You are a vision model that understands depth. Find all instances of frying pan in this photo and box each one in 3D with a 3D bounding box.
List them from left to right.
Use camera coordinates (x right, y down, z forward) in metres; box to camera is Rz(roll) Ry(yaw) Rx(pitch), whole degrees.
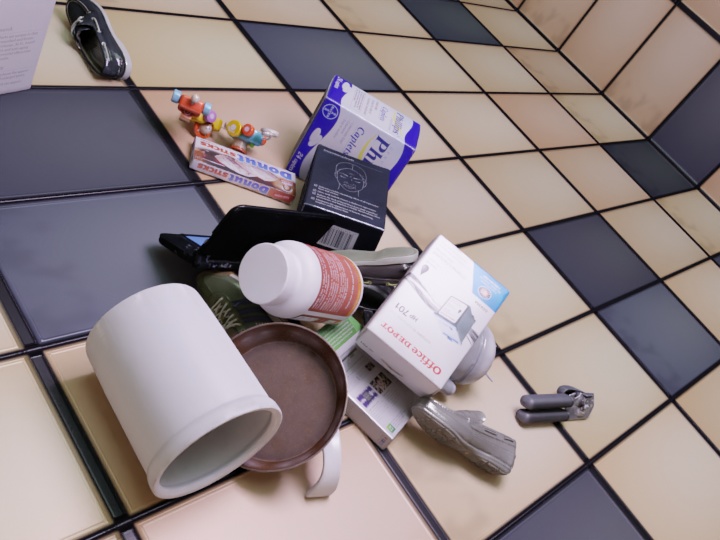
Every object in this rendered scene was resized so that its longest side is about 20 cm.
[{"bbox_3d":[0.025,0.061,1.285,0.114,0.031,0.190,0,35,-26],"label":"frying pan"}]

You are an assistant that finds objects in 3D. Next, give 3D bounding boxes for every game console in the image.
[{"bbox_3d":[-0.172,-0.062,1.154,0.199,0.117,0.176,3,18,-47],"label":"game console"}]

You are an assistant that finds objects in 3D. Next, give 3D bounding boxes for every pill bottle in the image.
[{"bbox_3d":[-0.087,0.017,1.121,0.112,0.112,0.200,55,17,23],"label":"pill bottle"}]

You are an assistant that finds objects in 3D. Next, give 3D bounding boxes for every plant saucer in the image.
[{"bbox_3d":[-0.113,0.168,1.008,0.199,0.035,0.201,-3,65,7],"label":"plant saucer"}]

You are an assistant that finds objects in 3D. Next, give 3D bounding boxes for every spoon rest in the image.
[{"bbox_3d":[-0.063,0.202,1.042,0.099,0.061,0.201,7,56,-36],"label":"spoon rest"}]

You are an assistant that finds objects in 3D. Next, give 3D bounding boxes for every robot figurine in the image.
[{"bbox_3d":[0.144,0.122,1.281,0.199,0.113,0.170,24,68,-17],"label":"robot figurine"}]

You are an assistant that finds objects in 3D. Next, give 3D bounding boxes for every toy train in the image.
[{"bbox_3d":[-0.255,-0.258,1.378,0.199,0.056,0.150,21,-3,-22],"label":"toy train"}]

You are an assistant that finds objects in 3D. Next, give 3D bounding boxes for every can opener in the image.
[{"bbox_3d":[0.351,0.243,1.387,0.199,0.054,0.067,5,14,-35],"label":"can opener"}]

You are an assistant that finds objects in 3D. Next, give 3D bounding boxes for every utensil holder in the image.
[{"bbox_3d":[-0.217,0.141,0.922,0.169,0.170,0.200,-10,54,-45],"label":"utensil holder"}]

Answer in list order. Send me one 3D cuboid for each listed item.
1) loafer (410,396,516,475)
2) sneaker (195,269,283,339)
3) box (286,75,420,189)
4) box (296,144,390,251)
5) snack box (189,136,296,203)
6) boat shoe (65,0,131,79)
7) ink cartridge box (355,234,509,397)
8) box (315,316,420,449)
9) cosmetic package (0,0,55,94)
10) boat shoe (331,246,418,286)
[{"bbox_3d":[0.162,0.245,1.180,0.200,0.070,0.070,37,62,-21],"label":"loafer"},{"bbox_3d":[-0.174,0.079,1.103,0.200,0.067,0.090,43,31,3],"label":"sneaker"},{"bbox_3d":[-0.014,-0.240,1.489,0.199,0.184,0.105,27,36,-12],"label":"box"},{"bbox_3d":[-0.036,-0.115,1.382,0.148,0.107,0.201,18,39,-9],"label":"box"},{"bbox_3d":[-0.213,-0.183,1.397,0.199,0.024,0.072,19,38,-23],"label":"snack box"},{"bbox_3d":[-0.494,-0.433,1.399,0.200,0.076,0.060,49,32,18],"label":"boat shoe"},{"bbox_3d":[0.111,0.071,1.174,0.146,0.086,0.200,39,66,1],"label":"ink cartridge box"},{"bbox_3d":[0.003,0.164,1.187,0.200,0.036,0.144,44,37,8],"label":"box"},{"bbox_3d":[-0.598,-0.393,1.162,0.165,0.200,0.165,43,36,9],"label":"cosmetic package"},{"bbox_3d":[0.000,0.000,1.281,0.200,0.061,0.072,-2,21,17],"label":"boat shoe"}]
